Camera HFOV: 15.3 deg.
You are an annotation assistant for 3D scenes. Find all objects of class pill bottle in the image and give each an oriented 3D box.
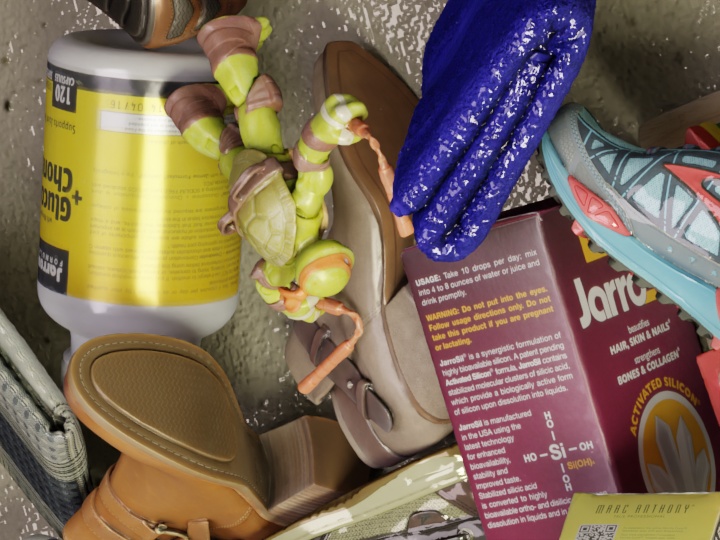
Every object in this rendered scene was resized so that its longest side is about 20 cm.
[{"bbox_3d":[-0.119,-0.027,1.463,0.112,0.112,0.200,13,105,36],"label":"pill bottle"}]

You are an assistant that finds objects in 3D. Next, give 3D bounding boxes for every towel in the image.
[{"bbox_3d":[-0.212,0.059,1.545,0.200,0.035,0.193,48,163,21],"label":"towel"},{"bbox_3d":[0.063,-0.106,1.265,0.050,0.200,0.148,24,117,-7],"label":"towel"}]

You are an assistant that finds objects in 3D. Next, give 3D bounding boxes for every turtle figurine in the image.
[{"bbox_3d":[-0.045,-0.036,1.340,0.161,0.064,0.200,60,155,29],"label":"turtle figurine"}]

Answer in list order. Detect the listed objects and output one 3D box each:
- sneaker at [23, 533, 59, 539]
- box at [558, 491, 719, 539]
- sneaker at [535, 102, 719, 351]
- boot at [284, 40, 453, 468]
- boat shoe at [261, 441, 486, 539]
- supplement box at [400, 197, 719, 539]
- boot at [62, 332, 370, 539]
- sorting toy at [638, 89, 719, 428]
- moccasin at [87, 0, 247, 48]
[{"bbox_3d":[-0.146,0.251,1.564,0.114,0.073,0.201,4,110,34],"label":"sneaker"},{"bbox_3d":[0.147,0.191,1.217,0.075,0.050,0.200,-2,125,23],"label":"box"},{"bbox_3d":[0.169,-0.023,1.190,0.200,0.079,0.096,40,104,20],"label":"sneaker"},{"bbox_3d":[0.000,0.000,1.410,0.146,0.070,0.200,-54,52,44],"label":"boot"},{"bbox_3d":[0.004,0.152,1.423,0.200,0.073,0.065,-34,72,36],"label":"boat shoe"},{"bbox_3d":[0.108,0.065,1.296,0.086,0.110,0.200,-15,93,38],"label":"supplement box"},{"bbox_3d":[-0.113,0.110,1.435,0.155,0.200,0.074,-29,47,38],"label":"boot"},{"bbox_3d":[0.227,-0.004,1.226,0.200,0.070,0.199,-22,84,38],"label":"sorting toy"},{"bbox_3d":[-0.127,-0.186,1.466,0.201,0.078,0.074,37,131,50],"label":"moccasin"}]
